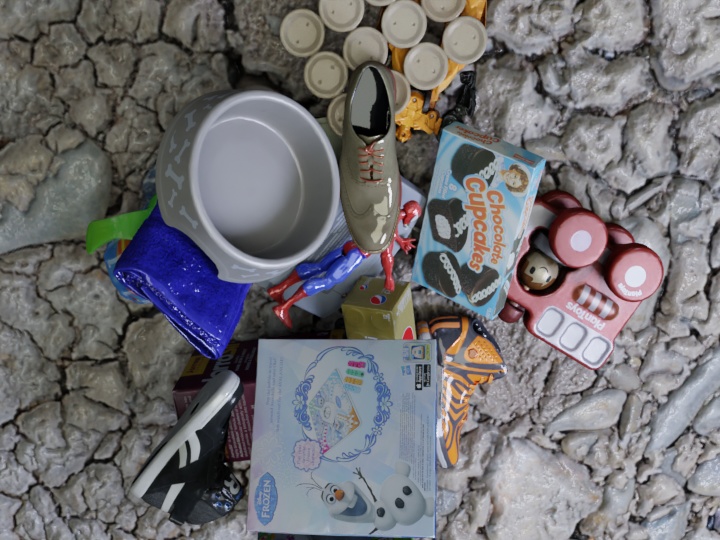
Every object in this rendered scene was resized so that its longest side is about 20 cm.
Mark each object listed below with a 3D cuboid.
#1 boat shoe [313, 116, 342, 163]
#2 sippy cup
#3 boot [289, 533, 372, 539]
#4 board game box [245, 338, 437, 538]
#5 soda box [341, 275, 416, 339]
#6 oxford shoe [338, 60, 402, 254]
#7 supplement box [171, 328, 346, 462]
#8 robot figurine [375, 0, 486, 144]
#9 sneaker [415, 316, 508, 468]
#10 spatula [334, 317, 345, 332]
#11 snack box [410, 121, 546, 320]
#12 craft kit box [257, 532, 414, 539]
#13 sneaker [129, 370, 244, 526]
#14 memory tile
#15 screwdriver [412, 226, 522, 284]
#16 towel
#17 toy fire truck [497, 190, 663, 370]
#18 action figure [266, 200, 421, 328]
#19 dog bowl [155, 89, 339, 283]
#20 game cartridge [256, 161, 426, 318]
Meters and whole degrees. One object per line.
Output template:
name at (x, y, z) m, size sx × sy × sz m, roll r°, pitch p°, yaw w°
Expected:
boat shoe at (-0.055, -0.146, 1.006) m, size 0.196 × 0.068 × 0.073 m, roll 2°, pitch 107°, yaw -22°
sippy cup at (-0.216, -0.021, 0.993) m, size 0.129 × 0.141 × 0.178 m, roll -17°, pitch 125°, yaw 40°
boot at (0.018, 0.278, 0.973) m, size 0.167 × 0.076 × 0.201 m, roll -36°, pitch 87°, yaw -6°
board game box at (-0.016, 0.175, 0.934) m, size 0.195 × 0.043 × 0.204 m, roll 0°, pitch 74°, yaw 8°
soda box at (0.030, 0.110, 1.071) m, size 0.067 × 0.064 × 0.203 m, roll 7°, pitch 124°, yaw 24°
oxford shoe at (0.006, -0.116, 0.918) m, size 0.069 × 0.075 × 0.204 m, roll -3°, pitch 97°, yaw 5°
supplement box at (-0.109, 0.150, 1.062) m, size 0.196 × 0.131 × 0.105 m, roll -8°, pitch 109°, yaw 5°
robot figurine at (0.072, -0.242, 0.982) m, size 0.142 × 0.058 × 0.203 m, roll 14°, pitch 107°, yaw -8°
sneaker at (0.135, 0.154, 1.117) m, size 0.110 × 0.078 × 0.204 m, roll -8°, pitch 110°, yaw 0°
spatula at (-0.015, 0.154, 1.136) m, size 0.055 × 0.021 × 0.204 m, roll -5°, pitch 109°, yaw 3°
snack box at (0.130, -0.055, 1.004) m, size 0.115 × 0.037 × 0.203 m, roll 26°, pitch 127°, yaw 23°
craft kit box at (-0.033, 0.329, 1.105) m, size 0.196 × 0.198 × 0.049 m, roll -16°, pitch 111°, yaw 1°
sneaker at (-0.161, 0.205, 0.982) m, size 0.111 × 0.073 × 0.200 m, roll 37°, pitch 115°, yaw -12°
memory tile at (0.025, -0.249, 0.939) m, size 0.198 × 0.017 × 0.155 m, roll -31°, pitch 105°, yaw 9°
screwdriver at (0.145, -0.011, 1.090) m, size 0.198 × 0.028 × 0.029 m, roll 34°, pitch 74°, yaw -10°
towel at (-0.157, -0.029, 0.925) m, size 0.049 × 0.202 × 0.148 m, roll -15°, pitch 130°, yaw 39°
toy fire truck at (0.249, 0.011, 1.053) m, size 0.198 × 0.112 × 0.169 m, roll 29°, pitch 104°, yaw -13°
action figure at (0.000, 0.000, 1.007) m, size 0.199 × 0.066 × 0.099 m, roll -39°, pitch 126°, yaw 9°
dog bowl at (-0.106, -0.089, 0.894) m, size 0.197 × 0.058 × 0.204 m, roll 3°, pitch 85°, yaw -37°
game cartridge at (-0.020, -0.038, 1.033) m, size 0.132 × 0.041 × 0.200 m, roll 30°, pitch 110°, yaw -35°
